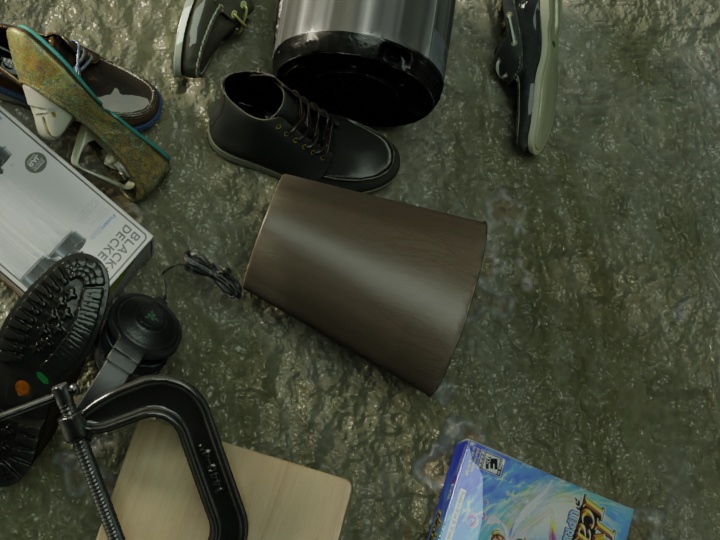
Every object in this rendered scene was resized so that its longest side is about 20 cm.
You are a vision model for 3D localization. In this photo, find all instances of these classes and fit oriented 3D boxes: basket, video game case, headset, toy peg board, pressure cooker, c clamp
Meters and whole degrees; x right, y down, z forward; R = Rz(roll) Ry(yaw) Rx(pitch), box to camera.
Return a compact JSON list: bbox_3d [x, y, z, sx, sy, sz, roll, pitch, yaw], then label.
[{"bbox_3d":[0.000,0.000,0.948,0.196,0.137,0.183,20,59,-3],"label":"basket"},{"bbox_3d":[0.146,0.287,0.949,0.178,0.045,0.203,23,71,-7],"label":"video game case"},{"bbox_3d":[-0.185,0.069,0.891,0.093,0.123,0.202,32,63,-9],"label":"headset"},{"bbox_3d":[-0.124,0.260,0.880,0.195,0.098,0.203,15,71,8],"label":"toy peg board"},{"bbox_3d":[0.011,-0.262,0.995,0.175,0.176,0.204,12,76,-13],"label":"pressure cooker"},{"bbox_3d":[-0.186,0.171,0.814,0.168,0.027,0.203,-25,98,-5],"label":"c clamp"}]

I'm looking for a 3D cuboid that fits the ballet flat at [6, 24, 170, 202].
[{"bbox_3d":[-0.250,-0.131,0.913,0.200,0.070,0.072,45,63,-43],"label":"ballet flat"}]

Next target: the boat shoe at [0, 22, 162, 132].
[{"bbox_3d":[-0.284,-0.182,0.957,0.196,0.072,0.074,12,72,-10],"label":"boat shoe"}]

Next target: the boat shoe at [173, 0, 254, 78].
[{"bbox_3d":[-0.133,-0.276,1.019,0.059,0.072,0.205,18,68,-3],"label":"boat shoe"}]

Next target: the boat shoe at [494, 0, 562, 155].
[{"bbox_3d":[0.177,-0.221,1.091,0.066,0.072,0.205,-1,80,24],"label":"boat shoe"}]

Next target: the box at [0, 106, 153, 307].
[{"bbox_3d":[-0.297,-0.046,0.924,0.199,0.060,0.117,41,71,0],"label":"box"}]

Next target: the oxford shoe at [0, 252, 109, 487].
[{"bbox_3d":[-0.265,0.074,0.855,0.072,0.084,0.202,28,97,-2],"label":"oxford shoe"}]

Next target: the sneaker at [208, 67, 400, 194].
[{"bbox_3d":[-0.048,-0.129,0.981,0.196,0.106,0.076,10,73,-10],"label":"sneaker"}]
